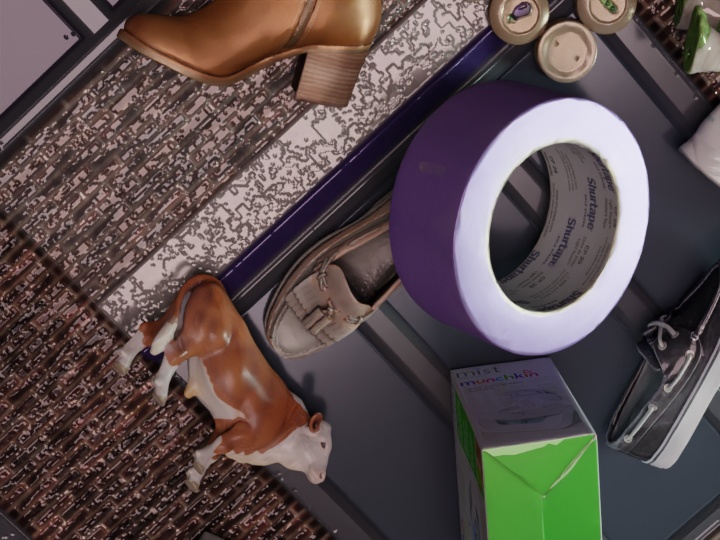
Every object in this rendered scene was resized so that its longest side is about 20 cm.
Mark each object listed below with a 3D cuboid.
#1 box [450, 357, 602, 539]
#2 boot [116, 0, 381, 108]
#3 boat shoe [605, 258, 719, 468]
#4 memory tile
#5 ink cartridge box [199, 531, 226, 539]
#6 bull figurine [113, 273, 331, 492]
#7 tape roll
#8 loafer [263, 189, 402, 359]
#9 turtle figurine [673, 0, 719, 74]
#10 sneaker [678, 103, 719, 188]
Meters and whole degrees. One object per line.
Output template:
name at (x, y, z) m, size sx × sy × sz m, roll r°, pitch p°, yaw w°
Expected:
box at (0.137, 0.196, 1.448) m, size 0.095 × 0.177 × 0.202 m, roll -7°, pitch 108°, yaw -5°
boot at (-0.078, -0.218, 1.352) m, size 0.198 × 0.074 × 0.156 m, roll 8°, pitch 108°, yaw -21°
boat shoe at (0.264, 0.068, 1.482) m, size 0.067 × 0.072 × 0.202 m, roll 18°, pitch 111°, yaw -13°
memory tile at (0.140, -0.258, 1.391) m, size 0.200 × 0.017 × 0.153 m, roll 40°, pitch 99°, yaw -16°
ink cartridge box at (-0.057, 0.318, 1.479) m, size 0.198 × 0.146 × 0.085 m, roll 25°, pitch 103°, yaw -13°
bull figurine at (-0.106, 0.104, 1.442) m, size 0.121 × 0.065 × 0.201 m, roll -38°, pitch 102°, yaw -27°
tape roll at (0.124, -0.042, 1.377) m, size 0.198 × 0.085 × 0.203 m, roll -11°, pitch 110°, yaw -33°
loafer at (0.000, 0.000, 1.430) m, size 0.200 × 0.063 × 0.072 m, roll -42°, pitch 108°, yaw 7°
turtle figurine at (0.350, -0.205, 1.368) m, size 0.191 × 0.200 × 0.146 m, roll 6°, pitch 72°, yaw -4°
sneaker at (0.358, -0.069, 1.447) m, size 0.199 × 0.070 × 0.081 m, roll 34°, pitch 98°, yaw -14°
